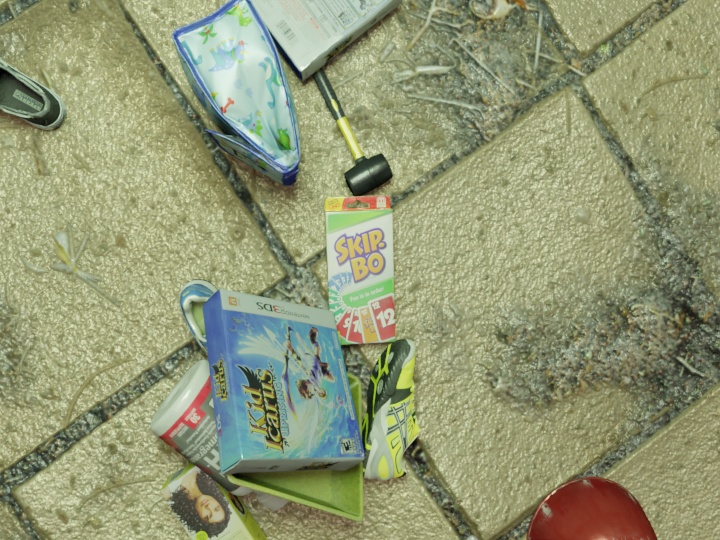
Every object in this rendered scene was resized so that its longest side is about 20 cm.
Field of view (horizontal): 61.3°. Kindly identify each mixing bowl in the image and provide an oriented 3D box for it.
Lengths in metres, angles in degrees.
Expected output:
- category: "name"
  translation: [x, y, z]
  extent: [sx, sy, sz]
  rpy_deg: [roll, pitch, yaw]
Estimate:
- category: "mixing bowl"
  translation: [0.344, 0.411, 0.854]
  extent: [0.195, 0.108, 0.206]
  rpy_deg: [0, 92, -4]

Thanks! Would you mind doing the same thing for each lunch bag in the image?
- category: "lunch bag"
  translation: [-0.136, -0.203, 0.766]
  extent: [0.126, 0.170, 0.202]
  rpy_deg: [-31, 96, -3]

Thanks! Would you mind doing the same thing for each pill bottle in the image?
- category: "pill bottle"
  translation: [-0.166, 0.221, 0.799]
  extent: [0.200, 0.111, 0.111]
  rpy_deg: [42, 88, -13]

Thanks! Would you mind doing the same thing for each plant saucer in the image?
- category: "plant saucer"
  translation: [-0.085, 0.200, 0.770]
  extent: [0.198, 0.203, 0.048]
  rpy_deg: [30, 130, -30]

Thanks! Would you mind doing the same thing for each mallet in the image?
- category: "mallet"
  translation: [-0.015, -0.207, 0.845]
  extent: [0.065, 0.041, 0.204]
  rpy_deg: [-19, 89, -3]

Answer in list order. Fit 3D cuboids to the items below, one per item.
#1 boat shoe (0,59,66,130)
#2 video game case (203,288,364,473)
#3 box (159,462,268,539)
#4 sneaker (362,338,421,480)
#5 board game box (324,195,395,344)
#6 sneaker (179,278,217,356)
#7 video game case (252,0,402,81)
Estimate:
- category: "boat shoe"
  translation: [-0.486, -0.246, 0.785]
  extent: [0.197, 0.068, 0.075]
  rpy_deg: [32, 89, -5]
- category: "video game case"
  translation: [-0.091, 0.133, 0.728]
  extent: [0.179, 0.045, 0.204]
  rpy_deg: [14, 50, -42]
- category: "box"
  translation: [-0.187, 0.357, 0.836]
  extent: [0.075, 0.050, 0.202]
  rpy_deg: [-34, 94, -2]
- category: "sneaker"
  translation: [0.048, 0.193, 0.847]
  extent: [0.075, 0.075, 0.204]
  rpy_deg: [13, 101, -12]
- category: "board game box"
  translation: [0.000, 0.000, 0.844]
  extent: [0.093, 0.030, 0.205]
  rpy_deg: [-3, 97, -5]
- category: "sneaker"
  translation: [-0.179, 0.103, 0.817]
  extent: [0.075, 0.077, 0.201]
  rpy_deg: [-40, 97, -4]
- category: "video game case"
  translation: [-0.069, -0.395, 0.822]
  extent: [0.180, 0.045, 0.201]
  rpy_deg: [-38, 89, -2]
